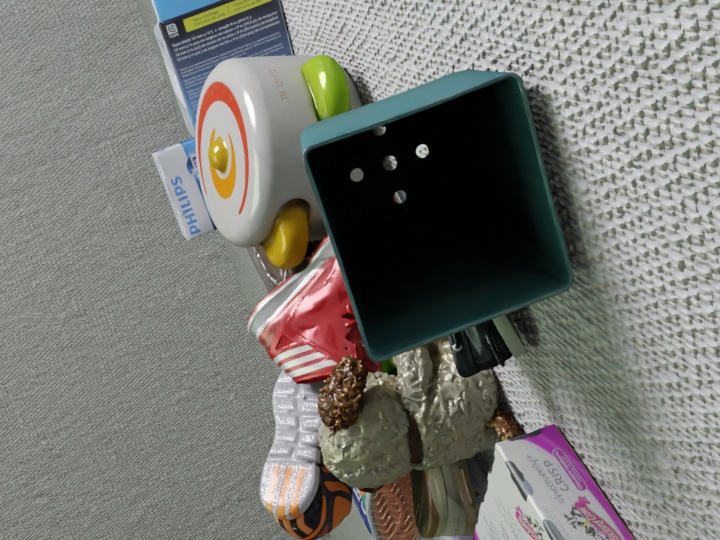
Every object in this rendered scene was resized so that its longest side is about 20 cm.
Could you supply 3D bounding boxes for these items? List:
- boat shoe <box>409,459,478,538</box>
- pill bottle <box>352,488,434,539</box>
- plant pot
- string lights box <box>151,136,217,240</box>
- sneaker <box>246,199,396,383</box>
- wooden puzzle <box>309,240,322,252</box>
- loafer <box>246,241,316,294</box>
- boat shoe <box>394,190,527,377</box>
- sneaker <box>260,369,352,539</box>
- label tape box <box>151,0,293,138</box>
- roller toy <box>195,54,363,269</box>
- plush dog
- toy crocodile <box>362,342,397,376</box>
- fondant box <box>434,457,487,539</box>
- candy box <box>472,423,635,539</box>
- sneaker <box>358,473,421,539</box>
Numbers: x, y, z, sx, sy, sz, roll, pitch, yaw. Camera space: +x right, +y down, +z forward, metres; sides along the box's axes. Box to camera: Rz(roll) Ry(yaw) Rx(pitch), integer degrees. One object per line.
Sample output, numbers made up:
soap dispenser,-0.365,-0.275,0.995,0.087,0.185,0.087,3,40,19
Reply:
boat shoe,0.086,0.190,1.122,0.202,0.064,0.073,-96,16,-45
pill bottle,0.038,0.280,1.415,0.112,0.109,0.201,81,162,-51
plant pot,0.037,-0.056,0.739,0.200,0.139,0.144,-117,8,-73
string lights box,-0.127,-0.121,1.216,0.059,0.197,0.104,-152,41,-72
sneaker,-0.006,0.030,1.023,0.116,0.200,0.078,49,-169,16
wooden puzzle,0.000,0.000,1.141,0.200,0.037,0.188,-37,74,54
loafer,-0.061,0.013,1.133,0.201,0.072,0.071,55,140,19
boat shoe,0.061,0.002,0.868,0.201,0.066,0.075,60,-173,27
sneaker,-0.043,0.171,1.060,0.113,0.076,0.203,64,-142,-52
label tape box,-0.158,-0.265,1.234,0.066,0.141,0.203,-130,21,-54
roller toy,-0.086,-0.117,1.061,0.182,0.138,0.204,29,122,57
plush dog,0.042,0.138,0.972,0.161,0.169,0.202,-125,18,-47
toy crocodile,0.019,0.110,1.083,0.067,0.061,0.203,25,127,38
fondant box,0.095,0.244,1.218,0.201,0.057,0.146,-125,18,-47
candy box,0.150,0.244,0.859,0.202,0.060,0.137,95,153,-43
sneaker,0.023,0.223,1.211,0.080,0.070,0.204,173,85,-78
